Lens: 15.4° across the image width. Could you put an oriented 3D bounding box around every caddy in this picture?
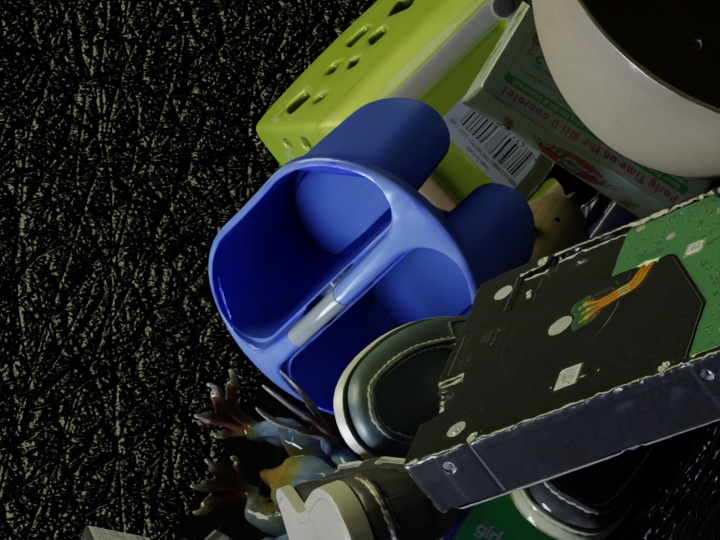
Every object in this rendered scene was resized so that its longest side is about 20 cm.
[{"bbox_3d":[0.000,0.000,1.451,0.105,0.141,0.200,-48,3,-40],"label":"caddy"}]

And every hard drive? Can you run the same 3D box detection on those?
[{"bbox_3d":[0.123,0.027,1.192,0.200,0.038,0.140,-24,26,34],"label":"hard drive"}]

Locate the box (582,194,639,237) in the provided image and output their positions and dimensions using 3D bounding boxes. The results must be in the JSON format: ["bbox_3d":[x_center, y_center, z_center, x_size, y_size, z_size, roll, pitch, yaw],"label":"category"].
[{"bbox_3d":[0.161,-0.038,1.679,0.200,0.032,0.121,-55,6,19],"label":"box"}]

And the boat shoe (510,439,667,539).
[{"bbox_3d":[0.126,0.047,1.281,0.066,0.072,0.201,-60,-2,42],"label":"boat shoe"}]

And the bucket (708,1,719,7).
[{"bbox_3d":[0.211,-0.226,1.410,0.207,0.207,0.135,-58,4,-2],"label":"bucket"}]

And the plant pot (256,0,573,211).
[{"bbox_3d":[0.072,-0.093,1.818,0.199,0.200,0.181,-44,10,-7],"label":"plant pot"}]

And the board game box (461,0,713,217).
[{"bbox_3d":[0.174,-0.146,1.554,0.200,0.147,0.064,-58,6,-9],"label":"board game box"}]

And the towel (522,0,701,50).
[{"bbox_3d":[0.185,-0.200,1.505,0.200,0.192,0.035,-61,7,-15],"label":"towel"}]

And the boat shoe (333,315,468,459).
[{"bbox_3d":[0.076,0.050,1.351,0.200,0.073,0.062,-11,-8,-38],"label":"boat shoe"}]

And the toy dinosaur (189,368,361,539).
[{"bbox_3d":[-0.016,0.113,1.497,0.200,0.181,0.105,7,-82,-52],"label":"toy dinosaur"}]

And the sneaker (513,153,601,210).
[{"bbox_3d":[0.159,-0.113,1.640,0.200,0.060,0.104,-62,10,-8],"label":"sneaker"}]

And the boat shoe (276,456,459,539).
[{"bbox_3d":[0.004,0.127,1.303,0.063,0.073,0.200,-21,-5,-12],"label":"boat shoe"}]

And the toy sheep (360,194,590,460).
[{"bbox_3d":[0.067,0.038,1.591,0.200,0.138,0.138,-54,6,13],"label":"toy sheep"}]

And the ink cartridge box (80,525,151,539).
[{"bbox_3d":[-0.143,0.207,1.538,0.200,0.044,0.094,-168,91,-80],"label":"ink cartridge box"}]

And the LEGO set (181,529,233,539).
[{"bbox_3d":[-0.093,0.251,1.550,0.154,0.116,0.200,-46,-27,-39],"label":"LEGO set"}]

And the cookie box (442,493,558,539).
[{"bbox_3d":[0.027,0.197,1.319,0.200,0.075,0.171,-59,5,-4],"label":"cookie box"}]

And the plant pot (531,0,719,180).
[{"bbox_3d":[0.163,-0.121,1.263,0.200,0.200,0.134,-61,0,-32],"label":"plant pot"}]
